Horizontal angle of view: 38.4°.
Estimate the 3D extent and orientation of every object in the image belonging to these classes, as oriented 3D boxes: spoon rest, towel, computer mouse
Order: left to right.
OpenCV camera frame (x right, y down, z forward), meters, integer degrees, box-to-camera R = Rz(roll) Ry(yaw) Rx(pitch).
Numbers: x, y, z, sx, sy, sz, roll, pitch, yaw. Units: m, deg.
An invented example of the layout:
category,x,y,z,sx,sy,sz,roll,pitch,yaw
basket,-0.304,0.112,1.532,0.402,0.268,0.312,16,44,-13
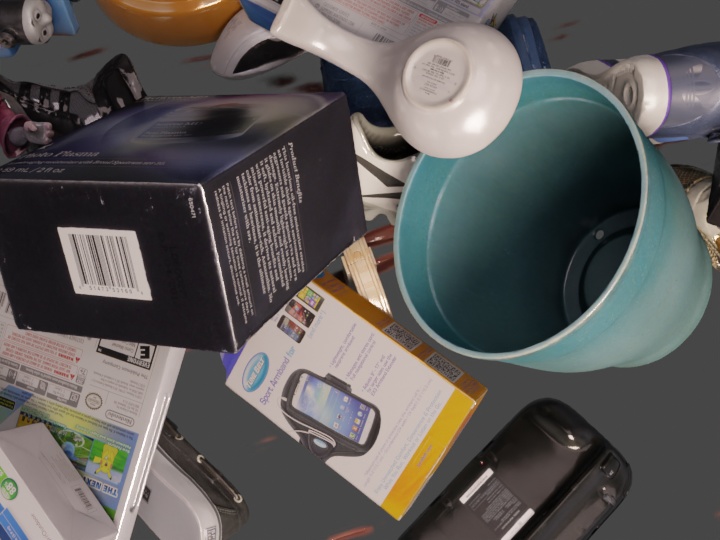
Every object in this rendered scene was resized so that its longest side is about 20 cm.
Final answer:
category,x,y,z,sx,sy,sz,roll,pitch,yaw
computer mouse,-0.044,-0.227,0.909,0.198,0.044,0.110,-24,43,-4
spoon rest,0.028,-0.150,0.752,0.199,0.061,0.100,29,93,26
towel,0.065,-0.162,0.897,0.197,0.049,0.113,-11,71,0

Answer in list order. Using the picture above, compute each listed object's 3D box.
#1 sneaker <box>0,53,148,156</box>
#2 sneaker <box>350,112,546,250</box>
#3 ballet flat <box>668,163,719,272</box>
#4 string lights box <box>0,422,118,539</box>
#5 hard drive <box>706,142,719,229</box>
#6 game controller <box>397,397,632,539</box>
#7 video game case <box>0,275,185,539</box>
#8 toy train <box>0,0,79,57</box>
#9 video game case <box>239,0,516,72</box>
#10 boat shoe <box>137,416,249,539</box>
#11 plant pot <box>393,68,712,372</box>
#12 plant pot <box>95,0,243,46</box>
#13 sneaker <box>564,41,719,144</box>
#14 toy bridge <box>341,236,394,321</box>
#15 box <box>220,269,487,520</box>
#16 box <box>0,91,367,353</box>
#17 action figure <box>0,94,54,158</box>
category,x,y,z,sx,sy,sz,roll,pitch,yaw
sneaker,-0.254,-0.145,0.897,0.199,0.076,0.114,33,73,9
sneaker,0.070,-0.075,0.825,0.198,0.089,0.075,10,42,-14
ballet flat,0.312,-0.020,0.825,0.067,0.075,0.201,-33,73,-8
string lights box,-0.277,0.217,0.747,0.200,0.059,0.103,-46,74,16
hard drive,0.347,-0.074,0.806,0.138,0.038,0.201,23,42,6
game controller,0.114,0.192,0.793,0.200,0.042,0.104,-44,61,-11
video game case,-0.239,0.109,0.792,0.198,0.022,0.184,15,86,24
toy train,-0.343,-0.236,0.907,0.197,0.087,0.115,4,52,10
video game case,0.029,-0.246,0.849,0.199,0.046,0.182,31,79,20
boat shoe,-0.166,0.142,0.808,0.200,0.069,0.056,42,34,25
plant pot,0.158,-0.016,0.754,0.199,0.187,0.202,-17,64,38
plant pot,-0.166,-0.328,0.890,0.197,0.184,0.203,-1,72,2
sneaker,0.250,-0.135,0.817,0.145,0.200,0.082,-6,93,-9
toy bridge,0.000,0.000,0.839,0.027,0.067,0.202,-19,73,-3
box,-0.015,0.083,0.798,0.199,0.041,0.120,37,112,14
box,-0.129,-0.047,0.752,0.198,0.198,0.125,4,116,27
action figure,-0.320,-0.091,0.830,0.133,0.149,0.202,19,89,-14
